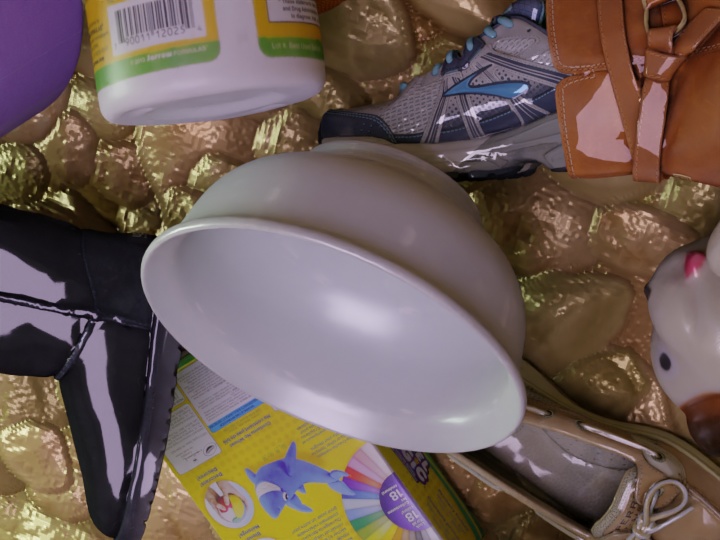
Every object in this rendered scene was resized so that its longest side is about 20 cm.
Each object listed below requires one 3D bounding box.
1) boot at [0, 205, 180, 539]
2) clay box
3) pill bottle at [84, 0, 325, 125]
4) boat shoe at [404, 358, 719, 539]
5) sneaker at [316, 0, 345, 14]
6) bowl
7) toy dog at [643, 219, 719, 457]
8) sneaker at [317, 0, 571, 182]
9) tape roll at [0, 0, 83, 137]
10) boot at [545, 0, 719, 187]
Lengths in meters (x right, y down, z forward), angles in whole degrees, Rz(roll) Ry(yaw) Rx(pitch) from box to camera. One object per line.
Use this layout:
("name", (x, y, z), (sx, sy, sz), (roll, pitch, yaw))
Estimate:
("boot", (-0.195, 0.046, 1.543), (0.199, 0.066, 0.166), (9, 96, -6))
("clay box", (-0.022, 0.117, 1.612), (0.115, 0.048, 0.200), (-31, 101, 28))
("pill bottle", (-0.083, -0.177, 1.444), (0.111, 0.111, 0.201), (-9, 86, 22))
("boat shoe", (0.114, 0.106, 1.552), (0.200, 0.063, 0.073), (34, 119, 2))
("sneaker", (0.015, -0.190, 1.448), (0.073, 0.077, 0.200), (45, 123, -5))
("bowl", (0.000, 0.000, 1.465), (0.200, 0.091, 0.201), (18, 153, 9))
("toy dog", (0.229, 0.007, 1.445), (0.199, 0.140, 0.194), (-23, 138, 25))
("sneaker", (0.073, -0.089, 1.487), (0.199, 0.078, 0.087), (-3, 89, 23))
("tape roll", (-0.233, -0.153, 1.514), (0.200, 0.066, 0.201), (25, 134, 30))
("boot", (0.163, -0.136, 1.391), (0.155, 0.077, 0.201), (-5, 84, 24))
